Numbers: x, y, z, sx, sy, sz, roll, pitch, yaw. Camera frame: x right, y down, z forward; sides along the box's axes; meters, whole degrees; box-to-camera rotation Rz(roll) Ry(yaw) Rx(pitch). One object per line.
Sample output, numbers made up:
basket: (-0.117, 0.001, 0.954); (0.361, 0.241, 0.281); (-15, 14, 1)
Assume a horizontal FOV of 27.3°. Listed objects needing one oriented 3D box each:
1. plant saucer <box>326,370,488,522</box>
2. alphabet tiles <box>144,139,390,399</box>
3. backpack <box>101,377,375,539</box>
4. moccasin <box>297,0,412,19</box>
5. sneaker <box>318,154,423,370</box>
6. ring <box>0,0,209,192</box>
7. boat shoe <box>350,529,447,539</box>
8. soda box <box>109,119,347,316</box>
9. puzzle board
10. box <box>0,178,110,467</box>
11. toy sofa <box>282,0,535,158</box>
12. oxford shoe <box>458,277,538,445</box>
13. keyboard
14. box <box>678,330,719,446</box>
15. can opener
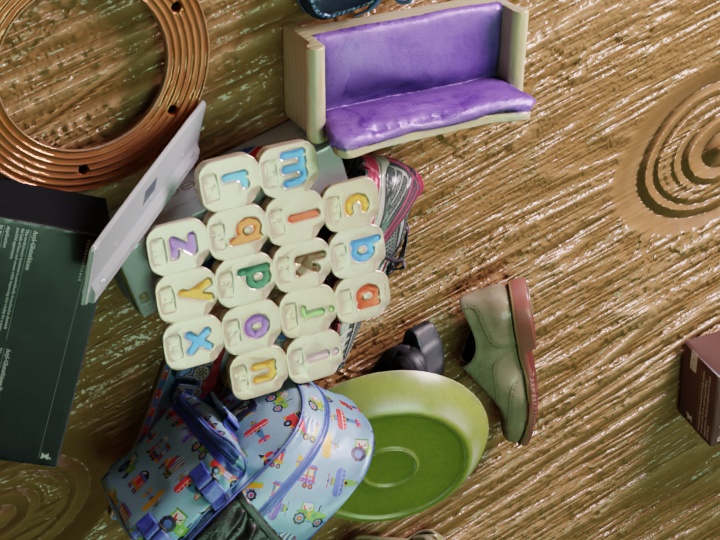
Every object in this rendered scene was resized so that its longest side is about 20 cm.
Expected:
plant saucer: (0.024, 0.172, 1.359); (0.199, 0.031, 0.201); (-7, 134, -7)
alphabet tiles: (-0.071, 0.000, 1.169); (0.195, 0.015, 0.201); (-15, 112, -20)
backpack: (-0.094, 0.163, 1.222); (0.200, 0.183, 0.135); (-44, 115, -1)
moccasin: (0.039, -0.260, 1.145); (0.200, 0.068, 0.081); (-37, 130, -7)
sneaker: (0.000, 0.000, 1.269); (0.074, 0.081, 0.201); (4, 115, -35)
ring: (-0.207, -0.152, 1.094); (0.200, 0.019, 0.201); (-16, 124, -24)
boat shoe: (0.067, 0.300, 1.496); (0.199, 0.072, 0.065); (9, 113, -29)
soda box: (-0.108, -0.045, 1.187); (0.199, 0.064, 0.068); (-28, 128, -14)
puzzle board: (-0.126, 0.141, 1.318); (0.150, 0.017, 0.201); (9, 112, -35)
box: (-0.276, 0.037, 1.106); (0.141, 0.079, 0.201); (11, 112, -17)
toy sofa: (0.043, -0.161, 1.188); (0.199, 0.098, 0.083); (-14, 123, -23)
oxford shoe: (0.132, 0.090, 1.426); (0.074, 0.071, 0.201); (-6, 126, 3)
keyboard: (-0.157, -0.054, 1.091); (0.011, 0.200, 0.056); (18, 131, 8)
box: (0.448, 0.107, 1.597); (0.199, 0.075, 0.101); (-14, 126, -14)
can opener: (0.057, 0.144, 1.400); (0.078, 0.063, 0.201); (-22, 126, -20)
